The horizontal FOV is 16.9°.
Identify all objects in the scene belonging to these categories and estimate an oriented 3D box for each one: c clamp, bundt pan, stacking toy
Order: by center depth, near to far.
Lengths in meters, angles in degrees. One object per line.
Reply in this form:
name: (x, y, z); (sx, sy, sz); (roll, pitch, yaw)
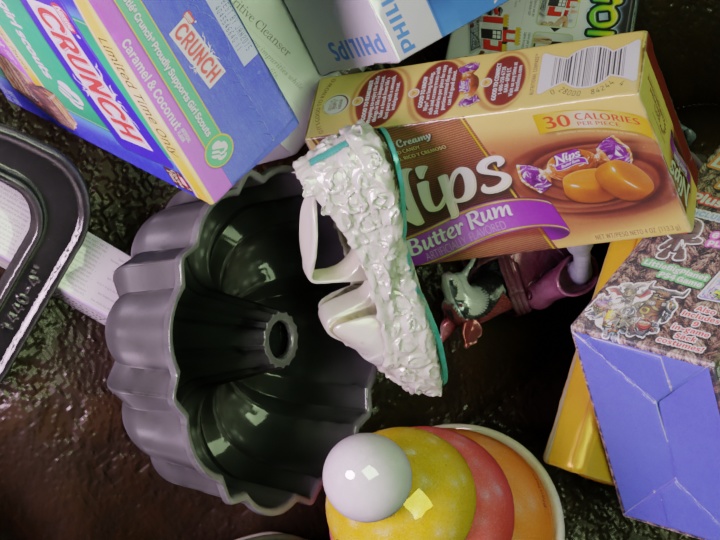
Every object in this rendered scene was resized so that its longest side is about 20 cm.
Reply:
c clamp: (-0.245, -0.022, 1.359); (0.171, 0.027, 0.200); (20, 104, -21)
stacking toy: (0.025, 0.133, 1.384); (0.146, 0.146, 0.200); (-66, 153, -13)
bundt pan: (-0.074, 0.040, 1.401); (0.202, 0.076, 0.202); (2, 88, -54)

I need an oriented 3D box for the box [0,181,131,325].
box: (-0.204, -0.024, 1.403); (0.200, 0.039, 0.041); (30, 77, -18)

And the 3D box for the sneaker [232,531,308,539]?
sneaker: (-0.105, 0.199, 1.400); (0.200, 0.090, 0.067); (-19, 94, -23)

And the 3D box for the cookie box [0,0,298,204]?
cookie box: (-0.150, -0.143, 1.316); (0.075, 0.200, 0.171); (-46, 135, -18)

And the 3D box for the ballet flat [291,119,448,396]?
ballet flat: (0.000, 0.000, 1.388); (0.072, 0.072, 0.200); (-33, 133, -21)

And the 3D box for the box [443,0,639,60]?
box: (0.112, -0.149, 1.485); (0.110, 0.035, 0.200); (7, 60, 11)

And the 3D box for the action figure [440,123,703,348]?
action figure: (0.109, -0.035, 1.522); (0.134, 0.149, 0.200); (34, 88, 26)

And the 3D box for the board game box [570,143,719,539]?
board game box: (0.231, 0.039, 1.452); (0.200, 0.097, 0.159); (-48, 136, -32)

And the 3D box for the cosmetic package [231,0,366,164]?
cosmetic package: (-0.033, -0.172, 1.461); (0.113, 0.081, 0.200); (42, 73, -17)

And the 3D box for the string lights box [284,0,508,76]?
string lights box: (0.065, -0.184, 1.408); (0.200, 0.103, 0.059); (-31, 103, -24)

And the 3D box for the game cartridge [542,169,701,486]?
game cartridge: (0.196, 0.042, 1.510); (0.176, 0.032, 0.200); (21, 87, -54)

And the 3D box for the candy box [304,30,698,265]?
candy box: (0.082, -0.067, 1.389); (0.117, 0.200, 0.056); (63, 28, -42)
